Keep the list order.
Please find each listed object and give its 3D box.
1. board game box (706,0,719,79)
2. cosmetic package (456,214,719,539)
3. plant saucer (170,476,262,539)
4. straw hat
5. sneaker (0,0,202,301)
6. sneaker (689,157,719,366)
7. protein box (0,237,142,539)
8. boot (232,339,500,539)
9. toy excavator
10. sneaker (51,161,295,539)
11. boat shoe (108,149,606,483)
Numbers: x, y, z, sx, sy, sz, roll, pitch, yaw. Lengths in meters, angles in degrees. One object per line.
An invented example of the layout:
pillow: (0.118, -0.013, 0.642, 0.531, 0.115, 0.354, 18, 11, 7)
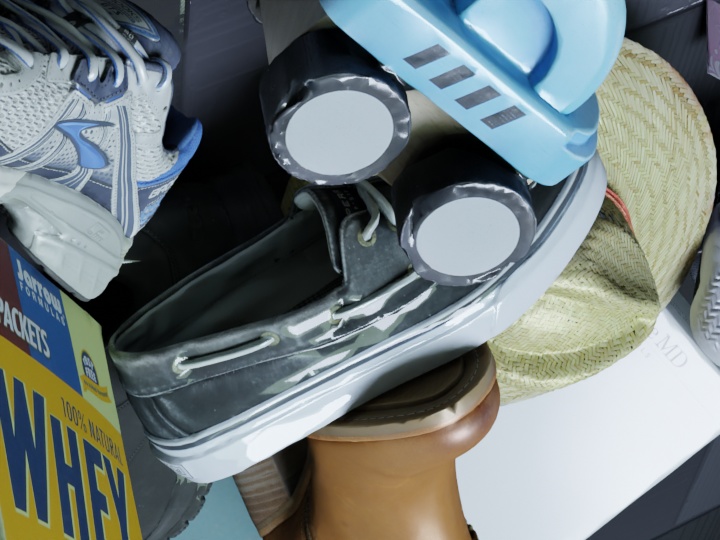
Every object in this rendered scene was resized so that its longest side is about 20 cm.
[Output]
board game box: (0.285, -0.094, 0.957, 0.198, 0.200, 0.044, -20, 124, -24)
cosmetic package: (0.070, 0.072, 1.064, 0.200, 0.113, 0.081, -41, -164, 14)
plant saucer: (-0.056, 0.139, 1.028, 0.200, 0.200, 0.036, -43, -167, 18)
straw hat: (0.070, 0.004, 0.917, 0.200, 0.085, 0.202, -10, 125, -15)
sneaker: (-0.107, -0.063, 0.729, 0.085, 0.077, 0.200, -44, 160, -1)
sneaker: (0.187, -0.006, 1.061, 0.200, 0.075, 0.114, -57, -178, -41)
protein box: (-0.178, 0.116, 0.734, 0.197, 0.201, 0.135, -19, 156, 9)
boot: (0.025, 0.110, 0.898, 0.077, 0.156, 0.200, -35, -173, -34)
toy excavator: (0.040, -0.121, 0.723, 0.200, 0.100, 0.194, -38, 127, 23)
sneaker: (-0.097, 0.039, 0.903, 0.090, 0.076, 0.201, -6, 133, -33)
boat shoe: (0.000, 0.000, 0.825, 0.199, 0.072, 0.071, -35, 127, -6)
